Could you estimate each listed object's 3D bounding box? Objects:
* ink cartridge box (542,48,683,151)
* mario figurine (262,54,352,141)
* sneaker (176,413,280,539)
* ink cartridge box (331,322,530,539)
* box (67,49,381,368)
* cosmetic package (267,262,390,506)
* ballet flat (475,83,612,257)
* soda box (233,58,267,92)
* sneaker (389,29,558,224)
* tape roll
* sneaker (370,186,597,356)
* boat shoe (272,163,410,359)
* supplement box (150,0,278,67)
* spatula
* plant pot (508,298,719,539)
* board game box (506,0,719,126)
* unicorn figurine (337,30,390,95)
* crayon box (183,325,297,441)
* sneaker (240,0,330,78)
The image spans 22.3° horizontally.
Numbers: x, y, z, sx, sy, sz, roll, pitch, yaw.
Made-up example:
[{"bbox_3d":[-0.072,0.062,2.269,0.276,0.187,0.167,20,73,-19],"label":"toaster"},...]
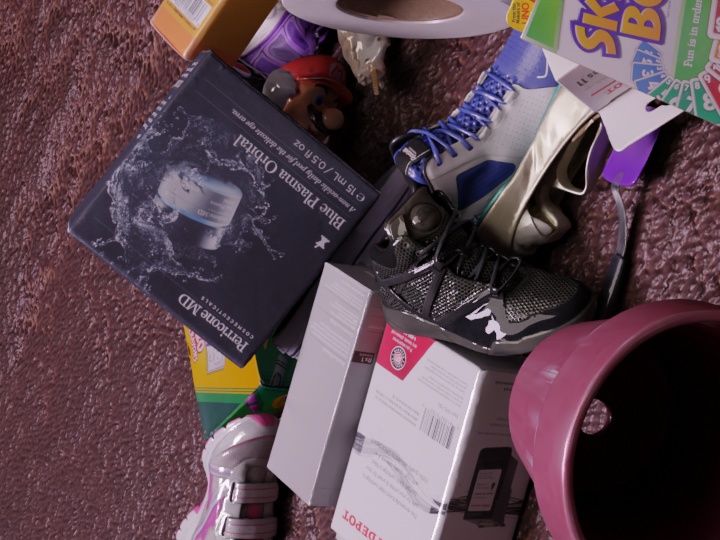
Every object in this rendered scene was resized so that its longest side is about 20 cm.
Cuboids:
[{"bbox_3d":[0.190,-0.203,1.367,0.117,0.067,0.201,-33,55,22],"label":"ink cartridge box"},{"bbox_3d":[-0.062,-0.112,1.715,0.123,0.106,0.201,116,179,-78],"label":"mario figurine"},{"bbox_3d":[-0.112,0.228,1.762,0.088,0.081,0.201,54,135,45],"label":"sneaker"},{"bbox_3d":[0.066,0.153,1.499,0.145,0.083,0.201,31,110,54],"label":"ink cartridge box"},{"bbox_3d":[-0.121,-0.055,1.605,0.200,0.196,0.117,-52,11,0],"label":"box"},{"bbox_3d":[0.003,0.102,1.584,0.090,0.106,0.201,29,110,54],"label":"cosmetic package"},{"bbox_3d":[0.148,-0.065,1.444,0.201,0.069,0.070,-63,38,25],"label":"ballet flat"},{"bbox_3d":[-0.162,-0.114,1.795,0.071,0.063,0.201,35,114,12],"label":"soda box"},{"bbox_3d":[0.092,-0.105,1.482,0.081,0.115,0.200,46,121,48],"label":"sneaker"},{"bbox_3d":[0.037,-0.283,1.522,0.202,0.202,0.140,-5,80,56],"label":"tape roll"},{"bbox_3d":[0.086,0.000,1.417,0.199,0.076,0.115,11,136,41],"label":"sneaker"},{"bbox_3d":[0.000,0.000,1.647,0.200,0.067,0.074,-55,9,6],"label":"boat shoe"},{"bbox_3d":[-0.102,-0.280,1.650,0.200,0.066,0.069,-52,57,16],"label":"supplement box"},{"bbox_3d":[0.197,-0.027,1.393,0.056,0.020,0.201,-154,72,-68],"label":"spatula"},{"bbox_3d":[0.191,0.111,1.243,0.179,0.199,0.201,-155,75,-70],"label":"plant pot"},{"bbox_3d":[0.206,-0.177,1.291,0.199,0.030,0.096,26,111,11],"label":"board game box"},{"bbox_3d":[-0.011,-0.255,1.673,0.200,0.074,0.138,31,99,31],"label":"unicorn figurine"},{"bbox_3d":[-0.121,0.056,1.818,0.119,0.058,0.201,-44,49,43],"label":"crayon box"},{"bbox_3d":[-0.059,-0.224,1.788,0.200,0.081,0.084,-35,87,40],"label":"sneaker"}]
